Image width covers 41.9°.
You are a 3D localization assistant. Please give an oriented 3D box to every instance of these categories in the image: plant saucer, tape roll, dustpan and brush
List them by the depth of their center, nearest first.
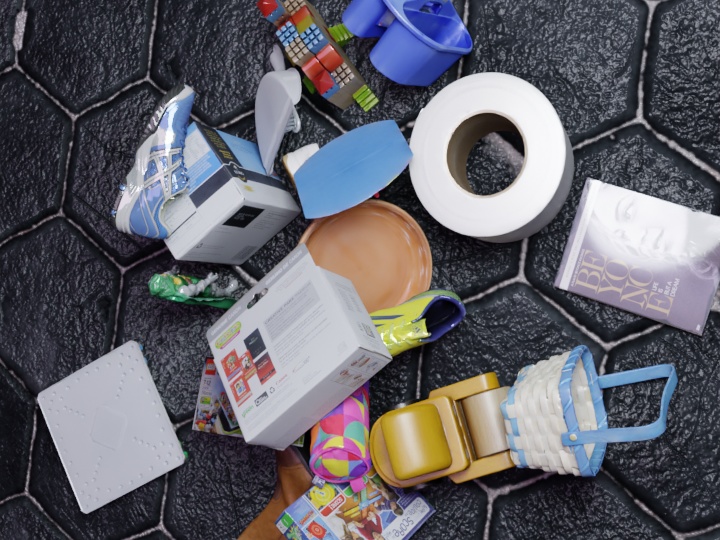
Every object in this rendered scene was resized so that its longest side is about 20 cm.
[{"bbox_3d":[0.173,-0.141,1.222,0.199,0.139,0.207,0,89,17],"label":"tape roll"},{"bbox_3d":[0.000,0.000,1.282,0.196,0.037,0.204,-4,106,-14],"label":"plant saucer"},{"bbox_3d":[-0.115,-0.250,1.328,0.140,0.056,0.202,-61,41,46],"label":"dustpan and brush"}]

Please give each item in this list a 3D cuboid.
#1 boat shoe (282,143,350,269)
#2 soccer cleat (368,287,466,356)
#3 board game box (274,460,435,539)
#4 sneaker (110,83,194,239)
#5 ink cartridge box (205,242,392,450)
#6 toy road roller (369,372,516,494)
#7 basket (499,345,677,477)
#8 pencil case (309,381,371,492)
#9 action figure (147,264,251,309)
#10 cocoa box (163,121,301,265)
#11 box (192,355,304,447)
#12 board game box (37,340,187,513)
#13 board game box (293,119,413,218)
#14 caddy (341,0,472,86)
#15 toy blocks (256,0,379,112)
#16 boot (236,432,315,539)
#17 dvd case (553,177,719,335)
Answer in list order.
[{"bbox_3d":[-0.036,-0.086,1.322,0.069,0.071,0.202,-28,91,-5],"label":"boat shoe"},{"bbox_3d":[0.050,0.081,1.243,0.198,0.084,0.066,-28,108,-16],"label":"soccer cleat"},{"bbox_3d":[-0.003,0.324,1.237,0.135,0.199,0.035,46,128,13],"label":"board game box"},{"bbox_3d":[-0.246,-0.135,1.191,0.076,0.076,0.203,21,94,-3],"label":"sneaker"},{"bbox_3d":[-0.085,0.097,1.212,0.199,0.083,0.177,-40,57,17],"label":"ink cartridge box"},{"bbox_3d":[0.107,0.216,1.223,0.197,0.146,0.125,-20,76,15],"label":"toy road roller"},{"bbox_3d":[0.285,0.170,1.166,0.197,0.176,0.141,-17,98,30],"label":"basket"},{"bbox_3d":[-0.026,0.191,1.258,0.087,0.089,0.202,-17,41,16],"label":"pencil case"},{"bbox_3d":[-0.239,0.023,1.317,0.116,0.200,0.056,13,92,16],"label":"action figure"},{"bbox_3d":[-0.197,-0.102,1.306,0.133,0.200,0.132,-38,78,14],"label":"cocoa box"},{"bbox_3d":[-0.152,0.181,1.321,0.198,0.034,0.112,-2,75,41],"label":"box"},{"bbox_3d":[-0.381,0.240,1.447,0.198,0.026,0.203,-28,81,15],"label":"board game box"},{"bbox_3d":[-0.004,-0.121,1.228,0.156,0.201,0.039,-29,122,5],"label":"board game box"},{"bbox_3d":[0.070,-0.327,1.236,0.105,0.199,0.142,-43,76,29],"label":"caddy"},{"bbox_3d":[-0.065,-0.310,1.303,0.099,0.136,0.202,-36,79,13],"label":"toy blocks"},{"bbox_3d":[-0.123,0.322,1.357,0.187,0.068,0.201,36,106,8],"label":"boot"},{"bbox_3d":[0.367,-0.020,1.220,0.197,0.016,0.151,19,95,18],"label":"dvd case"}]
